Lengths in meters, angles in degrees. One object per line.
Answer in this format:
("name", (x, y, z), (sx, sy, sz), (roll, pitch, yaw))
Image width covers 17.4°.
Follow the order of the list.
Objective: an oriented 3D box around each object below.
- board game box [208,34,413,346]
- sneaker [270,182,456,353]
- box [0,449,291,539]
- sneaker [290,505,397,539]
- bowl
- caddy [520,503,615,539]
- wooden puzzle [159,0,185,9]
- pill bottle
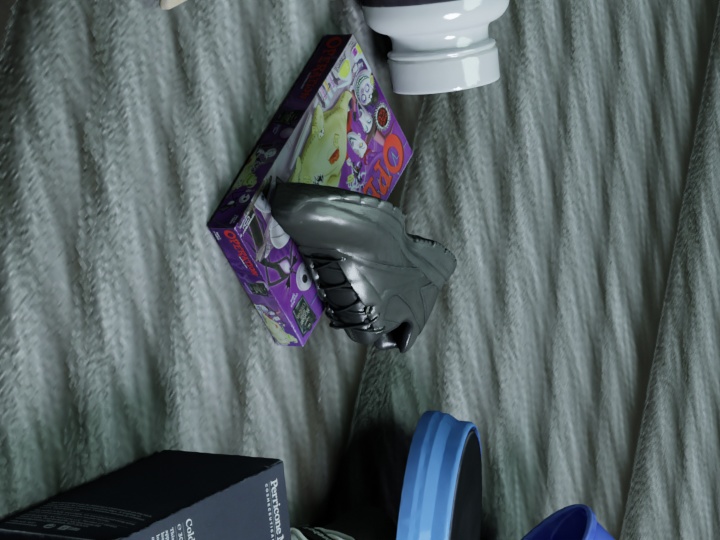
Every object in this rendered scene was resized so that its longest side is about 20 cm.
("board game box", (-0.032, -0.059, 1.685), (0.201, 0.032, 0.120), (-61, 141, -35))
("sneaker", (0.000, 0.000, 1.651), (0.200, 0.075, 0.091), (33, 72, -50))
("box", (-0.129, 0.235, 1.481), (0.182, 0.103, 0.202), (-19, 107, -54))
("sneaker", (-0.038, 0.209, 1.641), (0.200, 0.074, 0.089), (-45, 128, -46))
("bowl", (0.060, 0.206, 1.748), (0.201, 0.039, 0.203), (4, 90, -79))
("caddy", (0.136, 0.273, 1.838), (0.105, 0.141, 0.201), (42, 51, -12))
("wooden puzzle", (-0.102, -0.296, 1.571), (0.185, 0.037, 0.202), (-38, 126, -49))
("pill bottle", (0.051, -0.235, 1.725), (0.111, 0.111, 0.202), (-24, 111, -53))
